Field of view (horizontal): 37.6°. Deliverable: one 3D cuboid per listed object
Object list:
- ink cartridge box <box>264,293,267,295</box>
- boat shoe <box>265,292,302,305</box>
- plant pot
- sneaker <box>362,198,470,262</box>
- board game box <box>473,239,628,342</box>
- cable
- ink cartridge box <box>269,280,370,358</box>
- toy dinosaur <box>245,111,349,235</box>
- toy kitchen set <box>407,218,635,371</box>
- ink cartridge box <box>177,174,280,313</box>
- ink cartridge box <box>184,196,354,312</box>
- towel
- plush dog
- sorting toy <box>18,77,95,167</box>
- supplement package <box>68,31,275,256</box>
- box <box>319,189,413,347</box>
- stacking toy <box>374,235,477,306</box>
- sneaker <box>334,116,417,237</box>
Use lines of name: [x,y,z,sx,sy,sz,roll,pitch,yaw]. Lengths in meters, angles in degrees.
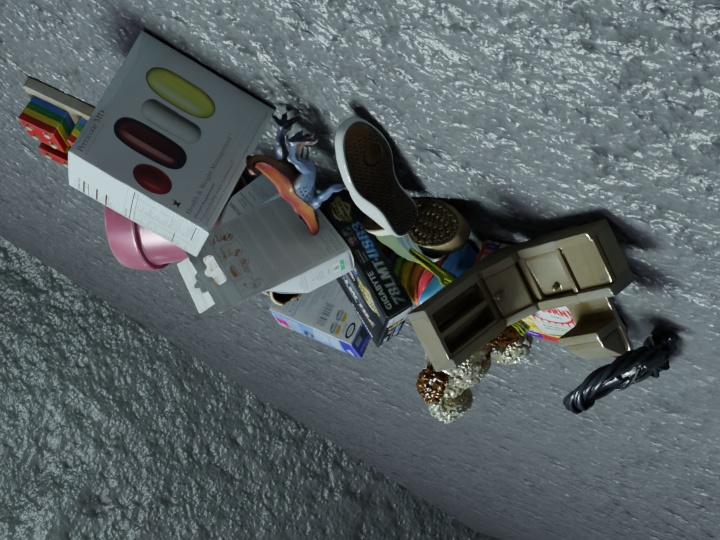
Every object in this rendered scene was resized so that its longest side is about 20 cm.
ink cartridge box: [-0.197,-0.031,1.880,0.197,0.085,0.145,23,163,17]
boat shoe: [-0.123,0.018,1.687,0.075,0.075,0.202,43,153,-6]
plant pot: [-0.277,-0.098,1.659,0.176,0.203,0.200,5,158,15]
sneaker: [0.093,-0.047,1.417,0.089,0.068,0.199,36,166,-35]
board game box: [0.259,0.038,1.432,0.150,0.047,0.200,14,158,39]
cable: [0.351,0.152,1.450,0.051,0.162,0.200,57,170,14]
ink cartridge box: [-0.036,0.056,1.794,0.197,0.138,0.076,21,165,23]
toy dinosaur: [-0.091,-0.111,1.383,0.104,0.199,0.184,34,138,35]
toy kitchen set: [0.205,0.067,1.242,0.199,0.179,0.165,-18,102,56]
ink cartridge box: [-0.189,-0.041,1.602,0.047,0.199,0.161,47,164,25]
ink cartridge box: [-0.130,-0.020,1.474,0.161,0.198,0.051,52,164,41]
towel: [0.144,0.030,1.403,0.199,0.018,0.086,30,-175,-43]
plush dog: [0.149,0.117,1.568,0.161,0.200,0.172,48,-179,1]
sorting toy: [-0.469,-0.213,1.794,0.196,0.070,0.200,25,163,8]
supplement package: [-0.249,-0.161,1.385,0.198,0.193,0.147,29,163,-8]
box: [0.000,0.000,1.561,0.202,0.049,0.199,60,167,11]
stacking toy: [0.078,-0.003,1.534,0.199,0.117,0.110,28,166,41]
sneaker: [0.001,-0.121,1.323,0.084,0.073,0.201,34,163,39]
